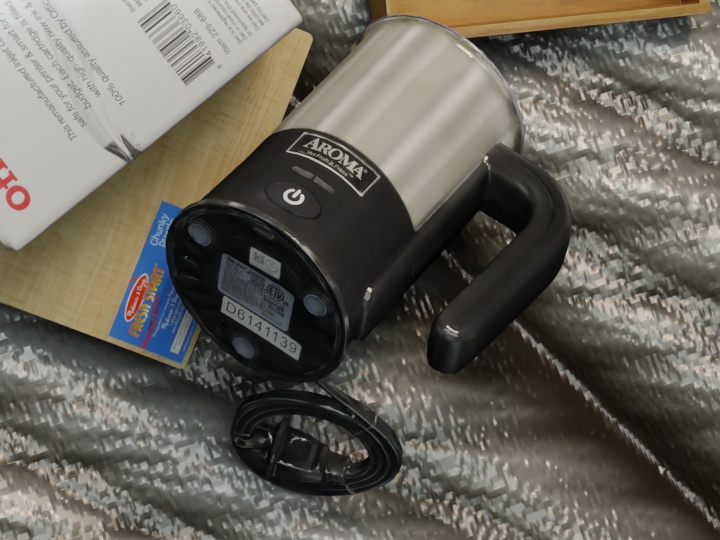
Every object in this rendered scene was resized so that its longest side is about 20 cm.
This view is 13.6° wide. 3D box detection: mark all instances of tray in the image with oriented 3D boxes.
[{"bbox_3d":[0.101,-0.188,1.731,0.199,0.037,0.099,-7,97,-19],"label":"tray"}]

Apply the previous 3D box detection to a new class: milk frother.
[{"bbox_3d":[0.000,0.000,1.670,0.180,0.200,0.188,42,53,3],"label":"milk frother"}]

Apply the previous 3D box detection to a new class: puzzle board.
[{"bbox_3d":[-0.131,-0.064,1.663,0.150,0.017,0.201,21,93,-14],"label":"puzzle board"}]

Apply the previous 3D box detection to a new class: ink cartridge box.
[{"bbox_3d":[-0.155,-0.129,1.597,0.200,0.084,0.146,-38,104,-5],"label":"ink cartridge box"}]
